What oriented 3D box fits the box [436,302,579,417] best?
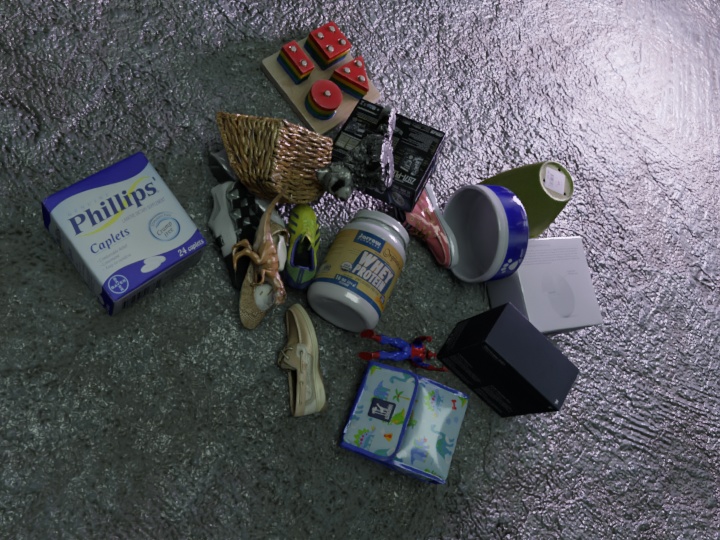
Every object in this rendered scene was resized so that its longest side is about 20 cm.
[{"bbox_3d":[0.288,0.184,1.167,0.200,0.182,0.104,43,63,-6],"label":"box"}]

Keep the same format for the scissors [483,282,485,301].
[{"bbox_3d":[0.270,-0.035,1.298,0.014,0.073,0.201,-5,108,-26],"label":"scissors"}]

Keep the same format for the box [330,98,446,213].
[{"bbox_3d":[0.052,-0.238,1.216,0.199,0.086,0.164,24,64,8],"label":"box"}]

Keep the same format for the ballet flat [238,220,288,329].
[{"bbox_3d":[-0.171,0.009,1.061,0.070,0.065,0.201,12,86,-55],"label":"ballet flat"}]

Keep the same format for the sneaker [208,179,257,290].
[{"bbox_3d":[-0.236,-0.064,1.088,0.074,0.088,0.201,-13,102,-55],"label":"sneaker"}]

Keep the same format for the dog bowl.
[{"bbox_3d":[0.253,-0.077,1.223,0.078,0.200,0.201,-3,75,-27],"label":"dog bowl"}]

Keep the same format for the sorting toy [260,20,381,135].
[{"bbox_3d":[-0.073,-0.419,1.262,0.200,0.070,0.199,-39,92,-28],"label":"sorting toy"}]

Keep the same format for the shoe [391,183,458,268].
[{"bbox_3d":[0.132,-0.090,1.251,0.091,0.071,0.201,-14,75,-25],"label":"shoe"}]

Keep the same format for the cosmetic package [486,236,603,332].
[{"bbox_3d":[0.393,0.040,1.290,0.198,0.123,0.201,-3,77,-24],"label":"cosmetic package"}]

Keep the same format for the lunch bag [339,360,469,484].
[{"bbox_3d":[0.079,0.279,1.087,0.199,0.128,0.171,22,68,-1],"label":"lunch bag"}]

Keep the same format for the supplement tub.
[{"bbox_3d":[0.000,0.000,1.120,0.144,0.145,0.201,32,64,-11],"label":"supplement tub"}]

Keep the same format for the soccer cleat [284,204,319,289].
[{"bbox_3d":[-0.104,-0.057,1.112,0.064,0.084,0.201,11,52,-12],"label":"soccer cleat"}]

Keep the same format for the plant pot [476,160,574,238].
[{"bbox_3d":[0.365,-0.154,1.295,0.186,0.200,0.188,7,72,-21],"label":"plant pot"}]

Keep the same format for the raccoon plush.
[{"bbox_3d":[-0.005,-0.218,1.128,0.133,0.097,0.201,0,52,18],"label":"raccoon plush"}]

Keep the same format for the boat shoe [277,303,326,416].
[{"bbox_3d":[-0.114,0.161,1.065,0.065,0.072,0.201,-7,83,-26],"label":"boat shoe"}]

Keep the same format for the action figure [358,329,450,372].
[{"bbox_3d":[0.099,0.154,1.119,0.199,0.099,0.066,16,76,-47],"label":"action figure"}]

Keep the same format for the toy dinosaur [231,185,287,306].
[{"bbox_3d":[-0.170,-0.038,1.022,0.105,0.060,0.201,-7,92,-11],"label":"toy dinosaur"}]

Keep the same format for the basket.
[{"bbox_3d":[-0.165,-0.201,1.098,0.148,0.200,0.144,12,96,23],"label":"basket"}]

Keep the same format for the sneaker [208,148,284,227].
[{"bbox_3d":[-0.200,-0.157,1.126,0.080,0.070,0.201,-38,91,-32],"label":"sneaker"}]

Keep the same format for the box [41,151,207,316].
[{"bbox_3d":[-0.395,-0.063,0.992,0.184,0.105,0.200,-37,90,-29],"label":"box"}]
